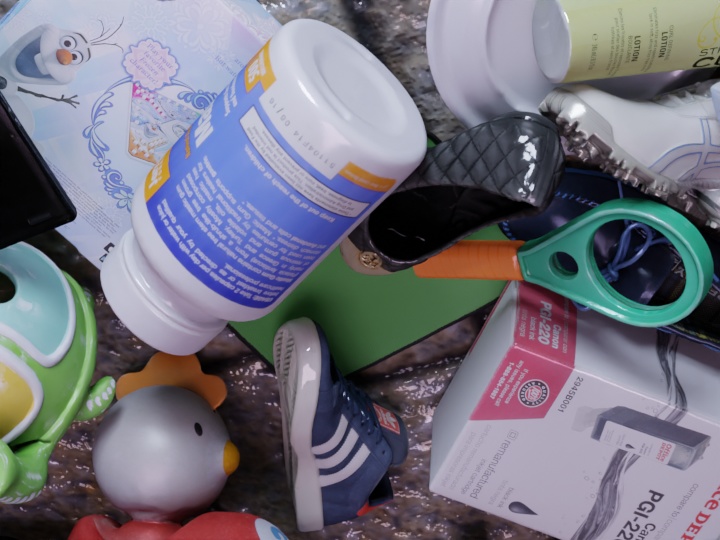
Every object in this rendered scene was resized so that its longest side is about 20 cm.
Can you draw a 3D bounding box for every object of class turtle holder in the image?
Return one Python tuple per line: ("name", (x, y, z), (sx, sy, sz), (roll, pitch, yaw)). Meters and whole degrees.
("turtle holder", (-0.250, 0.063, 1.084), (0.140, 0.186, 0.132), (0, 154, 27))

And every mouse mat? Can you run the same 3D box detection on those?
("mouse mat", (0.000, 0.000, 1.103), (0.199, 0.008, 0.161), (-29, 130, 18))

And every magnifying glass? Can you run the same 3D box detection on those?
("magnifying glass", (0.117, -0.005, 1.025), (0.199, 0.022, 0.080), (3, 121, 38))

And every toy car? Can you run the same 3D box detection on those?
("toy car", (-0.118, 0.151, 1.149), (0.176, 0.184, 0.201), (0, 81, 20))

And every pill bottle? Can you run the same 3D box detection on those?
("pill bottle", (-0.064, -0.042, 0.996), (0.112, 0.112, 0.200), (38, 118, -17))

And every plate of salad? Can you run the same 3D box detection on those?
("plate of salad", (0.131, -0.155, 0.984), (0.199, 0.048, 0.201), (-10, 130, -12))

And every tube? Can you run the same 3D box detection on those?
("tube", (0.196, -0.143, 0.956), (0.199, 0.052, 0.058), (-9, 168, -18))

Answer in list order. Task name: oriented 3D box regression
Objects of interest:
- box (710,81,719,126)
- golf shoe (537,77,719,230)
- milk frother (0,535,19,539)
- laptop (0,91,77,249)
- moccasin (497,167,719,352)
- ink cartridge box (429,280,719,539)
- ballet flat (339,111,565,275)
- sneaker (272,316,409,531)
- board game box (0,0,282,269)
("box", (0.320, -0.044, 0.965), (0.183, 0.105, 0.201), (-27, 120, -7))
("golf shoe", (0.190, -0.086, 0.997), (0.200, 0.078, 0.098), (20, 101, -37))
("milk frother", (-0.226, 0.306, 1.286), (0.188, 0.181, 0.200), (9, 165, 42))
("laptop", (-0.288, -0.107, 1.031), (0.187, 0.116, 0.200), (-19, 120, 18))
("moccasin", (0.180, -0.005, 1.062), (0.199, 0.068, 0.081), (19, 124, -10))
("ink cartridge box", (0.163, 0.108, 1.131), (0.199, 0.085, 0.146), (20, 126, -9))
("ballet flat", (0.044, -0.036, 1.000), (0.066, 0.057, 0.200), (31, 147, -21))
("sneaker", (-0.010, 0.099, 1.149), (0.084, 0.075, 0.200), (-10, 141, -7))
("board game box", (-0.134, -0.100, 1.058), (0.199, 0.043, 0.200), (-37, 112, 27))
